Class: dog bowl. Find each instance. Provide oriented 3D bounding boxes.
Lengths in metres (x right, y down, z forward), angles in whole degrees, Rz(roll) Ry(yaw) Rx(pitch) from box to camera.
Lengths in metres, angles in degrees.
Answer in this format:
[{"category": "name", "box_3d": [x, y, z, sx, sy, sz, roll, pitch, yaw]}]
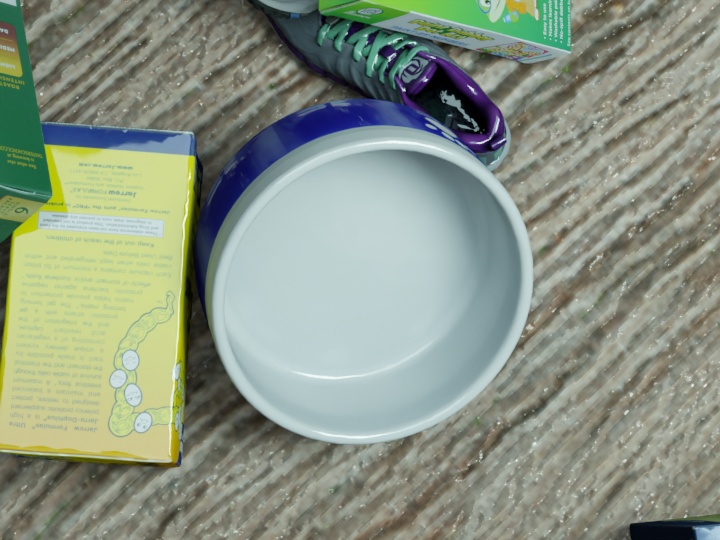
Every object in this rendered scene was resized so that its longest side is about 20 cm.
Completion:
[{"category": "dog bowl", "box_3d": [0.000, 0.000, 1.270, 0.199, 0.079, 0.201, -6, 115, -13]}]

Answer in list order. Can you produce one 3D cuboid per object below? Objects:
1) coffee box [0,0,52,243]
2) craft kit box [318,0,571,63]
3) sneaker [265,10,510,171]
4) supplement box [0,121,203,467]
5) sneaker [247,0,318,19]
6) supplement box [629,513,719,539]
[{"category": "coffee box", "box_3d": [-0.250, -0.103, 1.273, 0.044, 0.123, 0.201, 12, 55, -42]}, {"category": "craft kit box", "box_3d": [0.055, -0.245, 1.307, 0.197, 0.048, 0.201, 6, 81, -42]}, {"category": "sneaker", "box_3d": [0.020, -0.142, 1.330, 0.200, 0.088, 0.075, 38, 83, 2]}, {"category": "supplement box", "box_3d": [-0.159, 0.018, 1.293, 0.109, 0.109, 0.201, 4, 83, -1]}, {"category": "sneaker", "box_3d": [0.007, -0.237, 1.325, 0.076, 0.077, 0.200, 37, 60, 20]}, {"category": "supplement box", "box_3d": [0.281, 0.208, 1.240, 0.199, 0.200, 0.135, -5, 84, -4]}]
